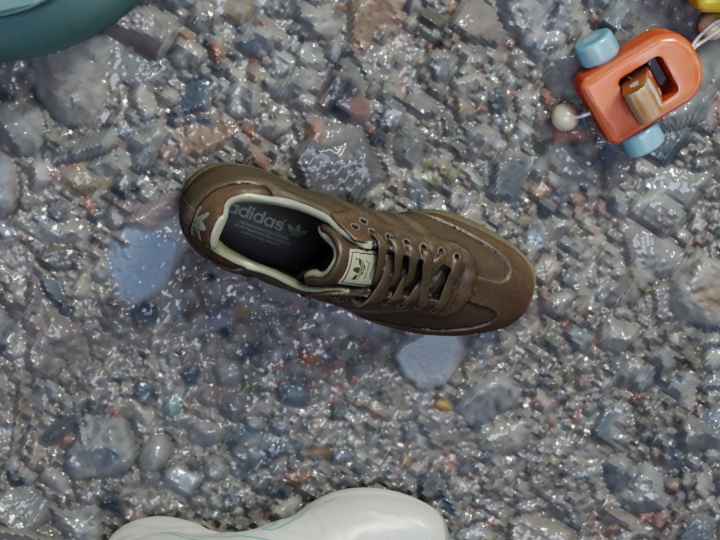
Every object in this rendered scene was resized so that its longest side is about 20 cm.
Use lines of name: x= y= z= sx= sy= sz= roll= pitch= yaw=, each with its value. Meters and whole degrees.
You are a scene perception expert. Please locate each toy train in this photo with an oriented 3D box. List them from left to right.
toy train: x=0.144 y=-0.161 z=0.930 sx=0.150 sy=0.056 sz=0.201 roll=-26 pitch=109 yaw=2

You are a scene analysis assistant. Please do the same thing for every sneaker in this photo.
sneaker: x=-0.046 y=0.171 z=1.002 sx=0.199 sy=0.080 sz=0.071 roll=-8 pitch=107 yaw=-5
sneaker: x=0.000 y=0.000 z=0.954 sx=0.199 sy=0.076 sz=0.071 roll=14 pitch=105 yaw=-10

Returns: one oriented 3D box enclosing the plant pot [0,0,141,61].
plant pot: x=-0.173 y=-0.187 z=0.845 sx=0.199 sy=0.134 sz=0.202 roll=-2 pitch=107 yaw=-6
